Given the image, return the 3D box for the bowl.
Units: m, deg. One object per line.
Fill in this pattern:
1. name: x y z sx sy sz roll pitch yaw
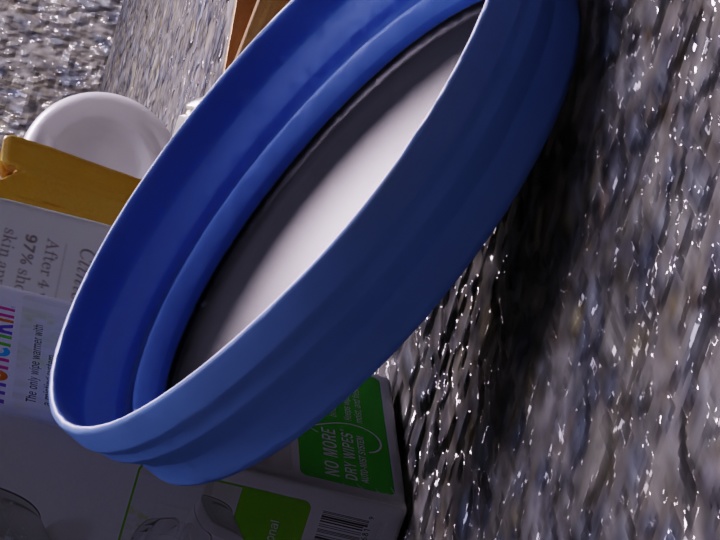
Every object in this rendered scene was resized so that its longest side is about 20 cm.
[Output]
1. bowl: -0.013 -0.024 0.836 0.201 0.039 0.201 -43 21 21

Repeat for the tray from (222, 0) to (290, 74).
1. tray: -0.025 -0.167 1.379 0.200 0.037 0.099 115 165 -54

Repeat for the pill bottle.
1. pill bottle: -0.191 -0.040 1.963 0.200 0.112 0.113 131 152 -70

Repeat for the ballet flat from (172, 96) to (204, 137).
1. ballet flat: -0.042 -0.041 1.103 0.200 0.064 0.076 79 -154 -88

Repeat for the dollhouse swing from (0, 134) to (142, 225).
1. dollhouse swing: -0.136 0.083 1.317 0.176 0.181 0.201 -44 32 54

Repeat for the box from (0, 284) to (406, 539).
1. box: -0.098 0.121 0.939 0.097 0.176 0.201 -97 22 -65

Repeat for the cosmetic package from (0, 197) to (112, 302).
1. cosmetic package: -0.129 0.086 1.103 0.166 0.199 0.168 122 160 -60
